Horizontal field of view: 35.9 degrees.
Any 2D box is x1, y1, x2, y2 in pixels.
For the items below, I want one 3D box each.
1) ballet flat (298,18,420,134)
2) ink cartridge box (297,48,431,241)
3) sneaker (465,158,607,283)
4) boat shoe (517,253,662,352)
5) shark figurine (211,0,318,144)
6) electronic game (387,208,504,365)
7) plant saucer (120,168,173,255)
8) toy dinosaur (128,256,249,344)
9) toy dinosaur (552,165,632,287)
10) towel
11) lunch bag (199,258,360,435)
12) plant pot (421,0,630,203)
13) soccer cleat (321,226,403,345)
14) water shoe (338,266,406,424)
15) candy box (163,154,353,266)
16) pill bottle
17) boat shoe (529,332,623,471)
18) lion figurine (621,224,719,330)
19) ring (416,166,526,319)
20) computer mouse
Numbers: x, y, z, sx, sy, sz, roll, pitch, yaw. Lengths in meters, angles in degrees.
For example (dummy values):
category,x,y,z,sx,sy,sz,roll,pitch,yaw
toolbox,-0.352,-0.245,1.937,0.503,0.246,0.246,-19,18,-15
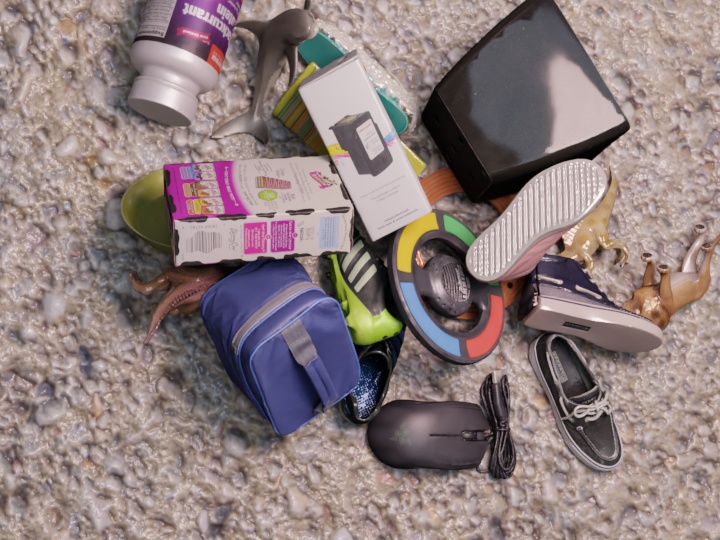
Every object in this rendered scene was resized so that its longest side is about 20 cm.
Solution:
category,x,y,z,sx,sy,sz,roll,pitch,yaw
ballet flat,-0.001,-0.255,1.434,0.200,0.072,0.072,43,76,-8
ink cartridge box,0.004,-0.155,1.343,0.082,0.146,0.202,-26,103,6
sneaker,0.216,-0.057,1.365,0.200,0.105,0.076,-40,76,7
boat shoe,0.298,0.038,1.425,0.197,0.075,0.094,16,58,-15
shark figurine,-0.122,-0.265,1.365,0.088,0.215,0.129,16,46,-20
electronic game,0.109,0.019,1.372,0.198,0.041,0.203,22,56,-36
plant saucer,-0.184,-0.067,1.318,0.197,0.201,0.031,-6,125,-14
toy dinosaur,-0.183,0.015,1.307,0.134,0.200,0.087,0,112,24
toy dinosaur,0.316,-0.047,1.483,0.101,0.058,0.200,42,76,-5
towel,-0.014,-0.170,1.427,0.200,0.018,0.086,41,101,-7
lunch bag,-0.085,0.095,1.294,0.135,0.201,0.132,-34,49,-14
plant pot,0.190,-0.195,1.399,0.176,0.200,0.201,-32,86,-8
soccer cleat,0.000,0.000,1.373,0.080,0.068,0.202,-8,61,-12
water shoe,0.025,0.093,1.383,0.071,0.079,0.203,13,80,-12
candy box,-0.117,-0.070,1.247,0.197,0.137,0.062,-5,123,-12
pill bottle,-0.215,-0.285,1.352,0.110,0.111,0.203,18,80,-11
boat shoe,0.291,0.170,1.445,0.073,0.068,0.202,-23,89,-15
lion figurine,0.423,0.024,1.492,0.198,0.072,0.124,-20,122,-22
ring,0.136,-0.037,1.458,0.197,0.019,0.204,2,83,-15
computer mouse,0.108,0.202,1.405,0.197,0.053,0.141,-2,85,-14
